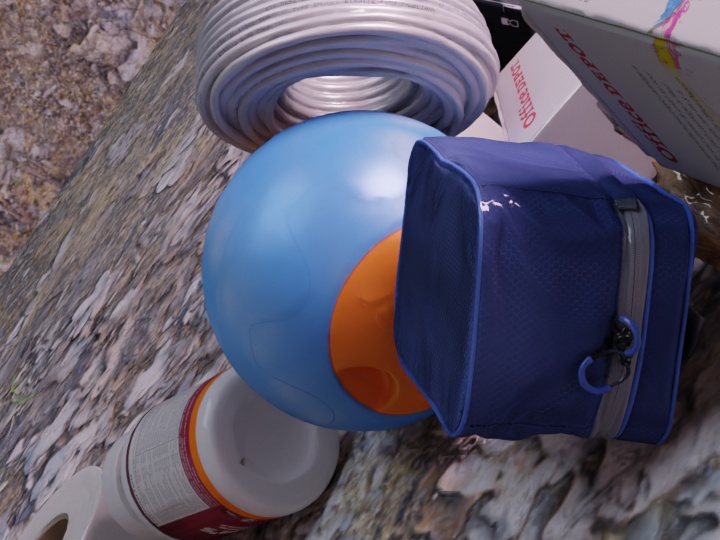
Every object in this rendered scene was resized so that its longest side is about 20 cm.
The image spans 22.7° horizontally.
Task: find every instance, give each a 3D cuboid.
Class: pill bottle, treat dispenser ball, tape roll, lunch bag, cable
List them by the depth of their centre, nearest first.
[{"bbox_3d":[0.102,0.009,0.938,0.200,0.132,0.137,-123,37,-70],"label":"lunch bag"},{"bbox_3d":[0.000,0.000,1.128,0.201,0.201,0.201,-47,19,21],"label":"treat dispenser ball"},{"bbox_3d":[-0.008,-0.131,1.165,0.200,0.199,0.070,-34,54,52],"label":"cable"},{"bbox_3d":[-0.108,0.138,1.299,0.200,0.109,0.110,-28,30,55],"label":"pill bottle"},{"bbox_3d":[-0.245,0.264,1.482,0.203,0.071,0.203,-47,18,20],"label":"tape roll"}]

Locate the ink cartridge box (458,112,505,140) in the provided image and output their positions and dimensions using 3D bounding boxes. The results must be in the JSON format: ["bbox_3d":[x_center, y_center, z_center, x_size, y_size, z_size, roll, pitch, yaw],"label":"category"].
[{"bbox_3d":[0.049,-0.048,1.315,0.200,0.067,0.117,-26,31,57],"label":"ink cartridge box"}]

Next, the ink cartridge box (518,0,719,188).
[{"bbox_3d":[0.188,-0.093,0.807,0.083,0.146,0.200,-54,39,-6],"label":"ink cartridge box"}]

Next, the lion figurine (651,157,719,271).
[{"bbox_3d":[0.219,-0.097,0.959,0.200,0.072,0.122,-48,51,-4],"label":"lion figurine"}]

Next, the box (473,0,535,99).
[{"bbox_3d":[0.079,-0.250,1.378,0.118,0.196,0.201,75,-144,-54],"label":"box"}]

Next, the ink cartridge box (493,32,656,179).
[{"bbox_3d":[0.182,-0.146,1.129,0.200,0.085,0.148,-49,17,20],"label":"ink cartridge box"}]
